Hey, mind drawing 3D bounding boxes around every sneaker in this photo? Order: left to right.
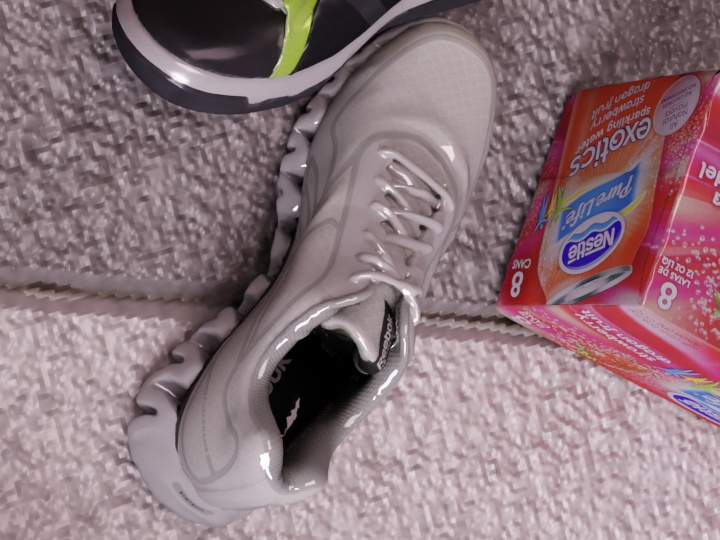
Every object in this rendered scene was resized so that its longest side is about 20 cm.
[{"bbox_3d":[-0.001,-0.124,0.904,0.200,0.083,0.072,-30,63,-34],"label":"sneaker"},{"bbox_3d":[0.000,0.000,0.913,0.075,0.081,0.201,35,72,-22],"label":"sneaker"}]

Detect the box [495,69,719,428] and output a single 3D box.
[{"bbox_3d":[0.164,0.012,0.991,0.199,0.100,0.096,27,76,-26],"label":"box"}]
